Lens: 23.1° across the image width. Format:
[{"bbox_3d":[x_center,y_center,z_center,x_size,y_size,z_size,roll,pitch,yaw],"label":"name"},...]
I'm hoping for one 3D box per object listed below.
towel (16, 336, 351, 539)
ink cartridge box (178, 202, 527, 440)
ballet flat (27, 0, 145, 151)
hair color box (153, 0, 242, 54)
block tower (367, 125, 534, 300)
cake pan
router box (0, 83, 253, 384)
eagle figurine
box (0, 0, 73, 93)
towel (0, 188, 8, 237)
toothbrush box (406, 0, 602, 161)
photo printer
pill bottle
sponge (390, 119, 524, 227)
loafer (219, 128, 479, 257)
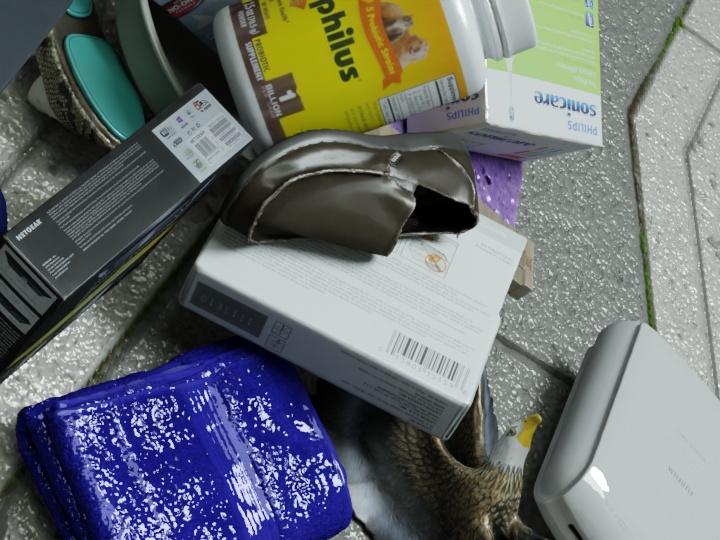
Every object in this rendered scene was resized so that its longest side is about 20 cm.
[{"bbox_3d":[-0.102,0.121,1.099,0.199,0.050,0.148,-17,72,-44],"label":"towel"},{"bbox_3d":[0.000,0.000,1.188,0.199,0.044,0.174,27,43,-2],"label":"ink cartridge box"},{"bbox_3d":[-0.206,-0.157,1.207,0.068,0.075,0.201,-1,66,-57],"label":"ballet flat"},{"bbox_3d":[-0.077,-0.199,1.246,0.200,0.060,0.099,37,38,-43],"label":"hair color box"},{"bbox_3d":[0.044,-0.043,1.313,0.200,0.058,0.054,36,40,-27],"label":"block tower"},{"bbox_3d":[-0.106,-0.154,1.265,0.200,0.037,0.201,42,35,-38],"label":"cake pan"},{"bbox_3d":[-0.170,-0.013,1.073,0.052,0.157,0.200,46,43,-2],"label":"router box"},{"bbox_3d":[0.071,0.144,1.199,0.200,0.151,0.152,47,-10,43],"label":"eagle figurine"},{"bbox_3d":[-0.265,-0.085,0.999,0.079,0.141,0.200,41,46,-15],"label":"box"},{"bbox_3d":[-0.323,-0.059,1.070,0.199,0.049,0.148,-15,78,-44],"label":"towel"},{"bbox_3d":[0.111,-0.196,1.372,0.145,0.086,0.201,5,80,-46],"label":"toothbrush box"},{"bbox_3d":[0.211,0.158,1.304,0.166,0.069,0.200,47,42,-16],"label":"photo printer"},{"bbox_3d":[0.011,-0.151,1.164,0.199,0.109,0.110,-20,67,2],"label":"pill bottle"},{"bbox_3d":[0.050,-0.113,1.386,0.200,0.030,0.112,36,45,-28],"label":"sponge"},{"bbox_3d":[0.003,-0.047,1.148,0.199,0.073,0.072,-11,55,-33],"label":"loafer"}]
